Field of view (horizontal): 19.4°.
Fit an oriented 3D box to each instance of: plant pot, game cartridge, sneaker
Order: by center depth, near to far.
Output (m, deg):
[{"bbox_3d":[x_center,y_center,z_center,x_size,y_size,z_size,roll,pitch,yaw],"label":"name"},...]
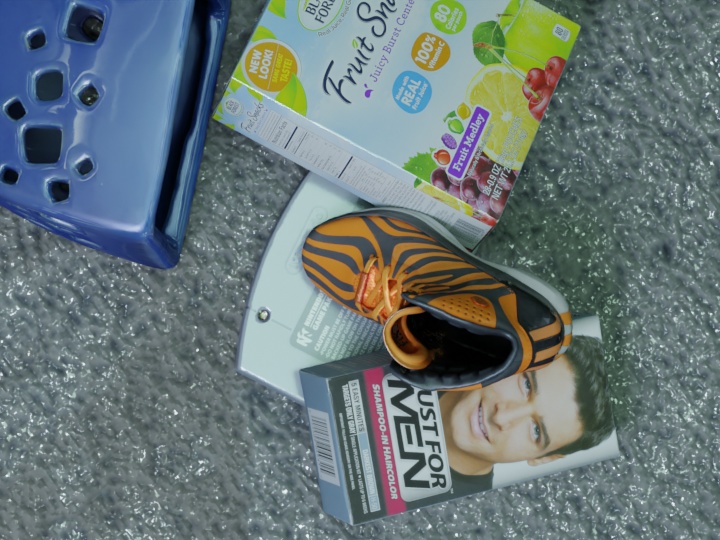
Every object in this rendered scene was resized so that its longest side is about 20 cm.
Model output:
[{"bbox_3d":[0.028,0.016,1.333,0.199,0.112,0.078,18,110,29],"label":"sneaker"},{"bbox_3d":[-0.191,-0.120,1.345,0.178,0.200,0.202,11,85,1],"label":"plant pot"},{"bbox_3d":[0.000,0.000,1.439,0.133,0.040,0.201,28,84,-8],"label":"game cartridge"}]

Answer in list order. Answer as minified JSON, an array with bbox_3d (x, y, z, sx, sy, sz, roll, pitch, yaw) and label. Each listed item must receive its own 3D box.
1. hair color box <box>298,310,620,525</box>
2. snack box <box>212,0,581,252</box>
[{"bbox_3d":[0.067,0.095,1.404,0.198,0.061,0.100,-12,97,-20],"label":"hair color box"},{"bbox_3d":[0.026,-0.133,1.408,0.199,0.068,0.170,26,63,-4],"label":"snack box"}]
